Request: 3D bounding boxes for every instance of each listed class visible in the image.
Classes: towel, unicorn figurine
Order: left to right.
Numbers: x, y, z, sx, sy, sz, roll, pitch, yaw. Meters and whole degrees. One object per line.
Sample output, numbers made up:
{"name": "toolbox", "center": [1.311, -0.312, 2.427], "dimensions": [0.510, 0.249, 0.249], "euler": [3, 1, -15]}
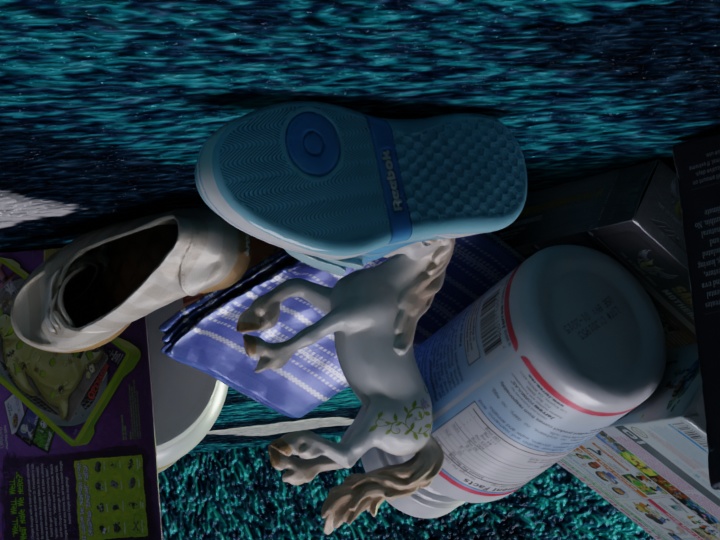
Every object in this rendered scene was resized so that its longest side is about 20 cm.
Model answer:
{"name": "towel", "center": [-0.007, 0.023, 1.588], "dimensions": [0.200, 0.024, 0.145], "euler": [-30, 141, 24]}
{"name": "unicorn figurine", "center": [0.002, 0.044, 1.521], "dimensions": [0.137, 0.200, 0.074], "euler": [-15, -155, -6]}

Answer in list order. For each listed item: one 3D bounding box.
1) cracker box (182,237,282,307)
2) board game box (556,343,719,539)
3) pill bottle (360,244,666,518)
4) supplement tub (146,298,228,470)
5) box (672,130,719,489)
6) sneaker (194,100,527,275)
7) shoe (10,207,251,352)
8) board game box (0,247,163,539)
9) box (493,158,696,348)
{"name": "cracker box", "center": [0.000, 0.000, 1.698], "dimensions": [0.200, 0.058, 0.134], "euler": [1, 170, -34]}
{"name": "board game box", "center": [0.213, 0.114, 1.605], "dimensions": [0.147, 0.064, 0.200], "euler": [38, 158, -16]}
{"name": "pill bottle", "center": [0.086, 0.074, 1.582], "dimensions": [0.109, 0.109, 0.200], "euler": [0, 153, -37]}
{"name": "supplement tub", "center": [-0.165, 0.071, 1.791], "dimensions": [0.144, 0.145, 0.200], "euler": [-4, 173, -10]}
{"name": "box", "center": [0.297, 0.016, 1.475], "dimensions": [0.200, 0.199, 0.123], "euler": [-1, 172, -35]}
{"name": "sneaker", "center": [-0.026, -0.035, 1.322], "dimensions": [0.200, 0.080, 0.130], "euler": [2, 169, -40]}
{"name": "shoe", "center": [-0.152, 0.002, 1.579], "dimensions": [0.200, 0.070, 0.053], "euler": [-21, 164, 39]}
{"name": "board game box", "center": [-0.192, 0.085, 1.669], "dimensions": [0.120, 0.201, 0.032], "euler": [-4, 174, -5]}
{"name": "box", "center": [0.187, 0.021, 1.619], "dimensions": [0.200, 0.048, 0.158], "euler": [40, 149, -24]}
